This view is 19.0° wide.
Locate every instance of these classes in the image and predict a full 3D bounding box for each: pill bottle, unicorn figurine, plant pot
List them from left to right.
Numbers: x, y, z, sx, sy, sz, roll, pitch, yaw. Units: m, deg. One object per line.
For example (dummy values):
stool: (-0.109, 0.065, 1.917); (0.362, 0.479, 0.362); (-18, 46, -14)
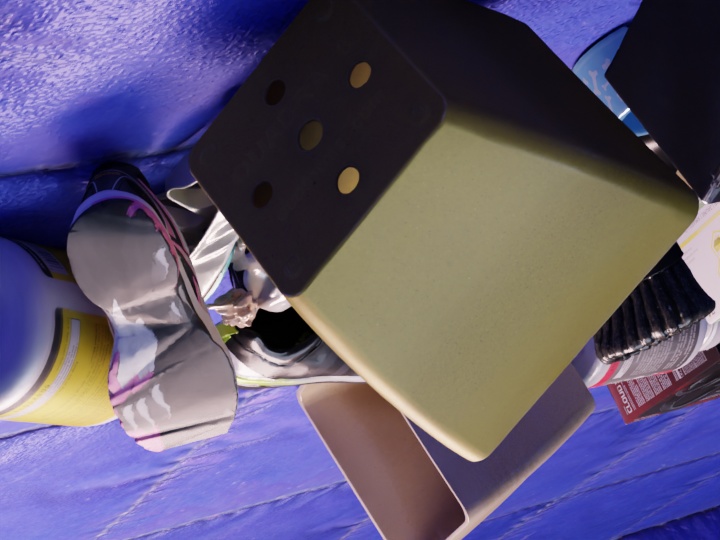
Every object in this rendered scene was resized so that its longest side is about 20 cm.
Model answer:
pill bottle: (-0.195, 0.042, 1.367); (0.112, 0.112, 0.200); (-28, 163, 19)
unicorn figurine: (-0.016, -0.024, 1.449); (0.200, 0.074, 0.137); (-25, 159, -3)
plant pot: (0.027, -0.045, 1.195); (0.200, 0.200, 0.176); (-50, 139, 13)
plant pot: (0.085, 0.121, 1.894); (0.177, 0.200, 0.200); (-28, 167, -23)
pill bottle: (0.249, 0.045, 1.979); (0.200, 0.111, 0.111); (-8, 158, -42)

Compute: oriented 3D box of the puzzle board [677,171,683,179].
puzzle board: (0.271, -0.097, 1.728); (0.151, 0.017, 0.200); (-8, 158, -38)

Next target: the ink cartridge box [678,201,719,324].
ink cartridge box: (0.350, 0.012, 1.849); (0.048, 0.200, 0.146); (-17, 163, -28)

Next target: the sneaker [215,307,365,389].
sneaker: (-0.013, 0.040, 1.522); (0.200, 0.072, 0.083); (-13, 158, -24)

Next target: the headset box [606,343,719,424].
headset box: (0.374, 0.094, 2.370); (0.149, 0.077, 0.200); (-10, 158, -37)

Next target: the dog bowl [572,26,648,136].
dog bowl: (0.238, -0.153, 1.440); (0.200, 0.050, 0.111); (-29, 163, 23)

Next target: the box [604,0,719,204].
box: (0.280, -0.160, 1.260); (0.200, 0.123, 0.198); (-11, 142, -33)

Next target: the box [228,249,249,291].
box: (0.000, 0.000, 1.615); (0.193, 0.048, 0.200); (-18, 163, -5)

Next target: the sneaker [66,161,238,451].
sneaker: (-0.122, 0.018, 1.310); (0.080, 0.086, 0.200); (-8, 127, 2)

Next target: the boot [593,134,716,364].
boot: (0.219, -0.034, 1.598); (0.079, 0.158, 0.211); (-13, 162, -29)

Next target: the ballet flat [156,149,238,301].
ballet flat: (-0.100, -0.040, 1.344); (0.069, 0.069, 0.200); (-10, 156, -37)
